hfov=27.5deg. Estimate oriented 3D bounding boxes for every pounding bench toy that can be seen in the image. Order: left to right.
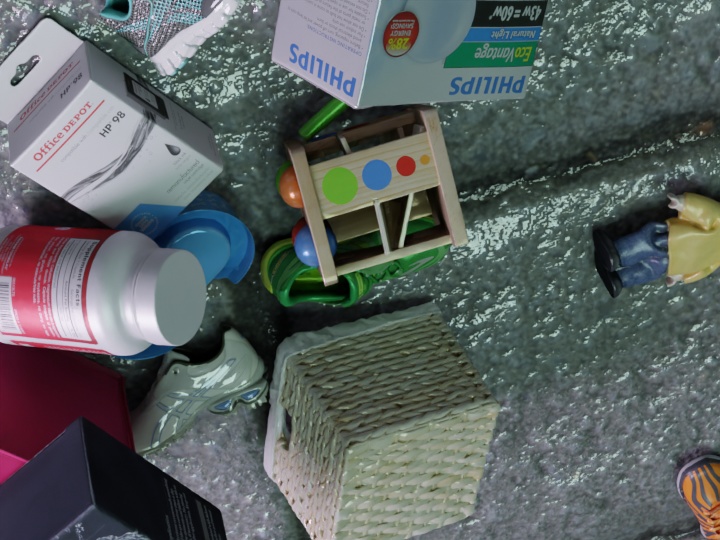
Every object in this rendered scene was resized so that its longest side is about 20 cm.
[{"bbox_3d":[-0.006,-0.107,1.360,0.154,0.124,0.203,-15,100,-3],"label":"pounding bench toy"}]

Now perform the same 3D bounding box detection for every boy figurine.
[{"bbox_3d":[0.351,-0.039,1.577,0.197,0.065,0.125,-20,132,-2],"label":"boy figurine"}]

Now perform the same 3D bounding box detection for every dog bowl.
[{"bbox_3d":[-0.190,0.001,1.441,0.111,0.050,0.200,29,116,-37],"label":"dog bowl"}]

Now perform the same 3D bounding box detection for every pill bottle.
[{"bbox_3d":[-0.245,0.018,1.339,0.197,0.113,0.113,4,139,26],"label":"pill bottle"}]

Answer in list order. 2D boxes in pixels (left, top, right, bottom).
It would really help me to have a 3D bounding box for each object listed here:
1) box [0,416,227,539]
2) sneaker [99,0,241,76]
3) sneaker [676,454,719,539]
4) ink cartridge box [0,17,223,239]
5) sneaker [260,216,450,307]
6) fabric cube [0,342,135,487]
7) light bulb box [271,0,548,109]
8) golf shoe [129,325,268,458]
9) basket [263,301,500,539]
[{"bbox_3d":[-0.251,0.272,1.346,0.196,0.118,0.200,-39,128,12],"label":"box"},{"bbox_3d":[-0.151,-0.235,1.210,0.091,0.078,0.199,29,142,-22],"label":"sneaker"},{"bbox_3d":[0.474,0.326,1.889,0.077,0.113,0.201,-29,132,7],"label":"sneaker"},{"bbox_3d":[-0.235,-0.120,1.315,0.116,0.067,0.199,-42,129,19],"label":"ink cartridge box"},{"bbox_3d":[0.000,0.000,1.481,0.197,0.084,0.075,-14,132,-8],"label":"sneaker"},{"bbox_3d":[-0.354,0.198,1.457,0.199,0.197,0.199,30,113,-34],"label":"fabric cube"},{"bbox_3d":[0.051,-0.249,1.194,0.196,0.124,0.203,-9,121,-39],"label":"light bulb box"},{"bbox_3d":[-0.197,0.125,1.544,0.198,0.078,0.098,-28,115,-2],"label":"golf shoe"},{"bbox_3d":[0.018,0.172,1.553,0.197,0.161,0.200,-13,134,-24],"label":"basket"}]
